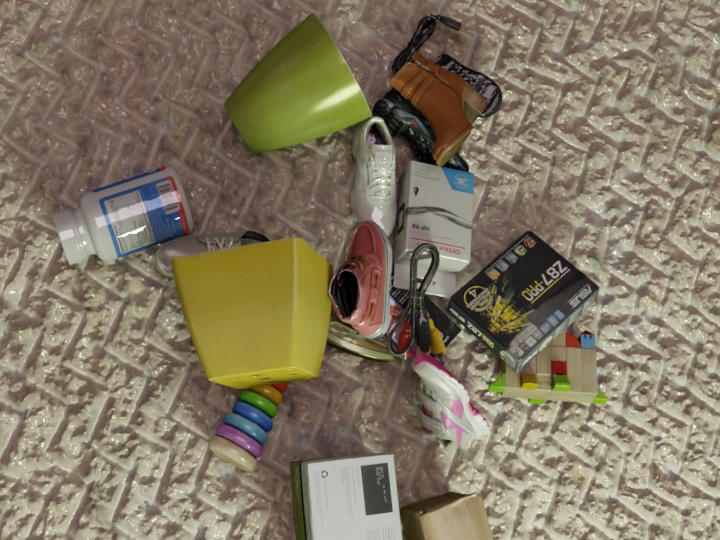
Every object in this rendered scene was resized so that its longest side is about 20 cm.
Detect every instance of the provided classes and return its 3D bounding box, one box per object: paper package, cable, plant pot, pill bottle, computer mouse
[{"bbox_3d":[0.141,0.441,1.492,0.102,0.191,0.202,-14,81,-10],"label":"paper package"},{"bbox_3d":[0.085,0.059,1.580,0.096,0.050,0.203,-4,91,-5],"label":"cable"},{"bbox_3d":[-0.113,-0.278,1.606,0.199,0.187,0.188,-32,86,1],"label":"plant pot"},{"bbox_3d":[-0.367,-0.081,1.542,0.198,0.112,0.113,-19,83,-13],"label":"pill bottle"},{"bbox_3d":[-0.149,0.074,1.472,0.197,0.200,0.179,-8,76,11],"label":"plant pot"},{"bbox_3d":[0.165,-0.353,1.723,0.198,0.046,0.142,27,83,5],"label":"computer mouse"}]

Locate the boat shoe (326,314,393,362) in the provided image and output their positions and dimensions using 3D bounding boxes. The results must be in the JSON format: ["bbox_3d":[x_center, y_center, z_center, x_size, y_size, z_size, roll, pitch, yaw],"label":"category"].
[{"bbox_3d":[-0.035,0.091,1.591,0.198,0.073,0.064,21,81,2],"label":"boat shoe"}]

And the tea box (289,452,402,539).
[{"bbox_3d":[-0.023,0.377,1.472,0.132,0.197,0.203,-4,79,-11],"label":"tea box"}]

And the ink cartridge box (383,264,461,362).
[{"bbox_3d":[0.063,0.064,1.632,0.200,0.037,0.095,43,75,2],"label":"ink cartridge box"}]

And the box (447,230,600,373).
[{"bbox_3d":[0.265,0.048,1.625,0.199,0.049,0.161,-37,65,-21],"label":"box"}]

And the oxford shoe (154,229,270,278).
[{"bbox_3d":[-0.224,-0.029,1.564,0.198,0.058,0.076,-4,73,-24],"label":"oxford shoe"}]

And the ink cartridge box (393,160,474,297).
[{"bbox_3d":[0.120,-0.067,1.631,0.114,0.067,0.203,10,69,-13],"label":"ink cartridge box"}]

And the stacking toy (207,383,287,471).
[{"bbox_3d":[-0.153,0.205,1.546,0.085,0.085,0.201,31,71,-3],"label":"stacking toy"}]

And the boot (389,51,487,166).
[{"bbox_3d":[0.112,-0.264,1.615,0.154,0.074,0.201,36,41,-4],"label":"boot"}]

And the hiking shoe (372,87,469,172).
[{"bbox_3d":[0.117,-0.237,1.679,0.200,0.074,0.087,43,63,-8],"label":"hiking shoe"}]

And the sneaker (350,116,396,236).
[{"bbox_3d":[0.022,-0.156,1.632,0.074,0.100,0.203,-6,82,-13],"label":"sneaker"}]

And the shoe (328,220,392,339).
[{"bbox_3d":[0.000,0.000,1.550,0.071,0.091,0.202,-16,61,27],"label":"shoe"}]

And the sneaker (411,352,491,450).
[{"bbox_3d":[0.127,0.214,1.560,0.088,0.081,0.201,-38,120,-6],"label":"sneaker"}]

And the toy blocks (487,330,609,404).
[{"bbox_3d":[0.309,0.140,1.638,0.197,0.100,0.138,4,65,0],"label":"toy blocks"}]
